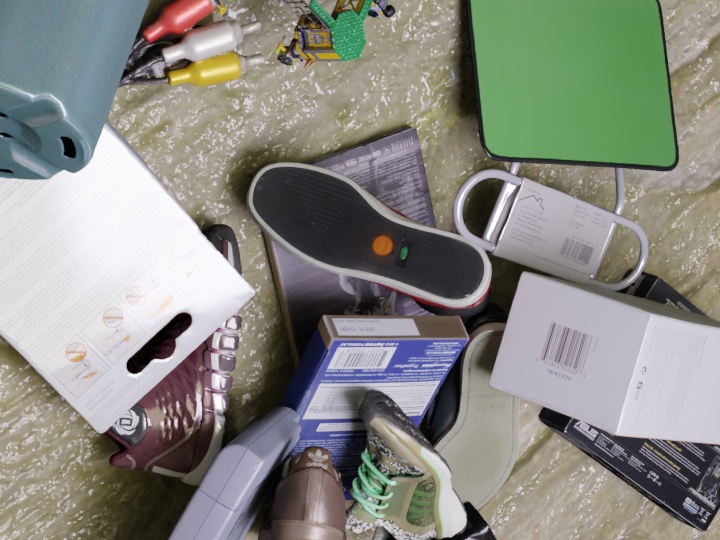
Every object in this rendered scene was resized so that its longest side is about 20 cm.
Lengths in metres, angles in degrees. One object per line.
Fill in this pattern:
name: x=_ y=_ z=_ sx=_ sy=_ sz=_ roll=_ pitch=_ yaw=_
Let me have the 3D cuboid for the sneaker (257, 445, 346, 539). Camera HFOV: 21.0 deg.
sneaker: x=-0.036 y=0.179 z=1.492 sx=0.070 sy=0.200 sz=0.076 roll=11 pitch=80 yaw=-5

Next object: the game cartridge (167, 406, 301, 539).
game cartridge: x=-0.115 y=0.202 z=1.458 sx=0.041 sy=0.133 sz=0.200 roll=33 pitch=107 yaw=12

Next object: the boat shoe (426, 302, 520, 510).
boat shoe: x=0.092 y=0.113 z=1.610 sx=0.074 sy=0.066 sz=0.200 roll=0 pitch=124 yaw=-8

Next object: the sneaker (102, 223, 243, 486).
sneaker: x=-0.153 y=0.059 z=1.464 sx=0.115 sy=0.076 sz=0.201 roll=6 pitch=85 yaw=-12

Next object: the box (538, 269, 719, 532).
box: x=0.274 y=0.117 z=1.726 sx=0.200 sy=0.044 sz=0.160 roll=35 pitch=83 yaw=-30

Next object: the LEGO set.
LEGO set: x=-0.070 y=-0.243 z=1.414 sx=0.200 sy=0.116 sz=0.154 roll=32 pitch=70 yaw=-45

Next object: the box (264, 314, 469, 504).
box: x=-0.007 y=0.112 z=1.537 sx=0.121 sy=0.032 sz=0.200 roll=1 pitch=134 yaw=-28

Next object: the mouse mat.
mouse mat: x=0.176 y=-0.163 z=1.597 sx=0.200 sy=0.008 sz=0.161 roll=2 pitch=77 yaw=-28

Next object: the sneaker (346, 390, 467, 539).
sneaker: x=0.023 y=0.172 z=1.521 sx=0.089 sy=0.077 sz=0.200 roll=-37 pitch=141 yaw=-10

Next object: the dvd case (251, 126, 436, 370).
dvd case: x=0.000 y=0.000 z=1.565 sx=0.148 sy=0.016 sz=0.200 roll=-21 pitch=109 yaw=-25

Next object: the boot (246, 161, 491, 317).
boot: x=0.008 y=-0.018 z=1.518 sx=0.200 sy=0.144 sz=0.073 roll=24 pitch=85 yaw=7

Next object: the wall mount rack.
wall mount rack: x=0.155 y=-0.065 z=1.608 sx=0.200 sy=0.075 sz=0.174 roll=19 pitch=95 yaw=-31

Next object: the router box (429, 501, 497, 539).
router box: x=0.081 y=0.317 z=1.643 sx=0.149 sy=0.051 sz=0.200 roll=-32 pitch=115 yaw=-5

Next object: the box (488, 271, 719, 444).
box: x=0.215 y=0.073 z=1.550 sx=0.200 sy=0.124 sz=0.098 roll=11 pitch=97 yaw=-53

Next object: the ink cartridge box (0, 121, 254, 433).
ink cartridge box: x=-0.199 y=-0.006 z=1.412 sx=0.162 sy=0.050 sz=0.200 roll=-43 pitch=115 yaw=-3

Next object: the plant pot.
plant pot: x=-0.221 y=-0.176 z=1.240 sx=0.200 sy=0.200 sz=0.197 roll=25 pitch=64 yaw=-31

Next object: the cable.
cable: x=-0.168 y=-0.151 z=1.418 sx=0.200 sy=0.050 sz=0.097 roll=-33 pitch=117 yaw=-19
